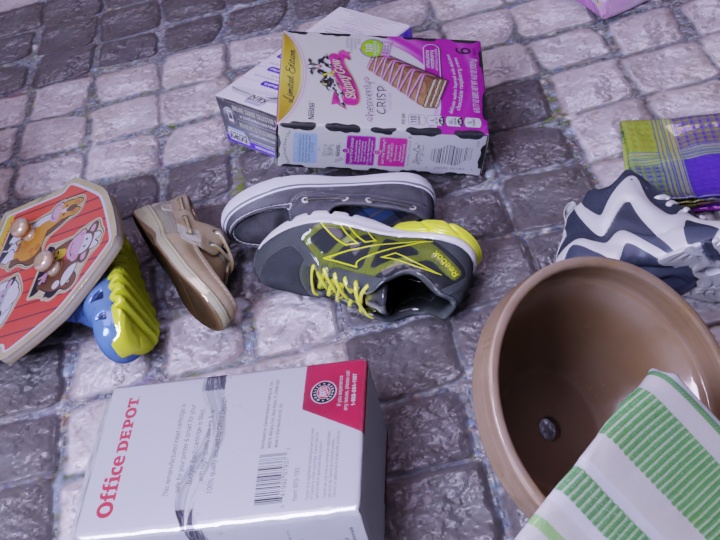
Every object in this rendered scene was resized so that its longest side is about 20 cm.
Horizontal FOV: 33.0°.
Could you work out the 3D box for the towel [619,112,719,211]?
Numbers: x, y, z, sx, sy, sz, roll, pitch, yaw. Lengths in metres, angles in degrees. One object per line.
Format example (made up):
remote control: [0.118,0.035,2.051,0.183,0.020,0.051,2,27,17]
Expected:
towel: [0.339,-0.106,1.095,0.200,0.023,0.144,-6,40,10]

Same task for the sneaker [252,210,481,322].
sneaker: [0.000,0.000,1.032,0.200,0.075,0.085,-3,41,15]

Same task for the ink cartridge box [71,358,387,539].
ink cartridge box: [-0.087,0.150,0.869,0.200,0.083,0.145,-8,39,9]

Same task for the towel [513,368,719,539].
towel: [0.181,0.170,0.739,0.153,0.023,0.200,47,59,-1]

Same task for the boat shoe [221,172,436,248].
boat shoe: [-0.029,-0.042,1.105,0.200,0.070,0.066,-4,38,2]

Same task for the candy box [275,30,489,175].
candy box: [0.020,-0.164,1.181,0.200,0.061,0.136,2,51,-2]

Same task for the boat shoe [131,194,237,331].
boat shoe: [-0.148,-0.015,1.103,0.065,0.072,0.200,-28,35,-12]

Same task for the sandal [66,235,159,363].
sandal: [-0.236,0.024,1.086,0.087,0.080,0.200,-28,33,-3]

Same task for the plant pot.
plant pot: [0.150,0.099,0.818,0.201,0.201,0.093,-46,4,-33]

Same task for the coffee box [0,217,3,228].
coffee box: [-0.489,-0.046,1.143,0.198,0.200,0.200,10,44,28]

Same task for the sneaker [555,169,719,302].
sneaker: [0.255,-0.038,0.992,0.199,0.080,0.130,-14,46,17]

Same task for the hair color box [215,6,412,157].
hair color box: [-0.044,-0.200,1.300,0.109,0.065,0.200,24,51,37]

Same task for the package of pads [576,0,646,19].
package of pads: [0.319,-0.362,1.371,0.200,0.076,0.121,-25,42,-12]

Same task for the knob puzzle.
knob puzzle: [-0.288,-0.009,1.083,0.220,0.030,0.220,-26,42,26]
